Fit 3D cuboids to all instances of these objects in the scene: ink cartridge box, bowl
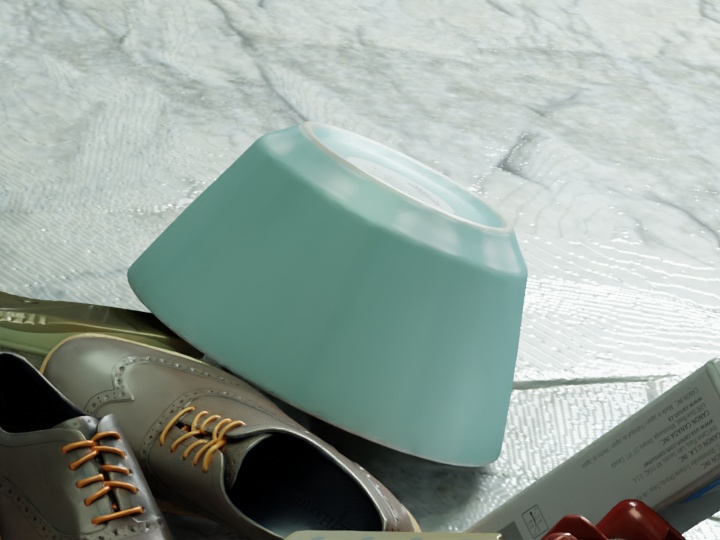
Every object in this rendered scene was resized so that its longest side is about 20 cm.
[{"bbox_3d":[0.155,0.080,1.238,0.176,0.200,0.045,-15,73,-41],"label":"ink cartridge box"},{"bbox_3d":[0.000,0.000,1.362,0.201,0.105,0.201,26,12,-6],"label":"bowl"}]

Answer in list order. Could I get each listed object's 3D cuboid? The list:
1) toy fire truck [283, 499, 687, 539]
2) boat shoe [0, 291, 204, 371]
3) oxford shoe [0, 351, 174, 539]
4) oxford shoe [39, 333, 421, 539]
[{"bbox_3d":[0.080,0.134,1.083,0.200,0.129,0.176,44,3,4],"label":"toy fire truck"},{"bbox_3d":[-0.174,0.043,1.333,0.200,0.063,0.073,8,10,0],"label":"boat shoe"},{"bbox_3d":[-0.118,0.104,1.201,0.071,0.073,0.200,-9,32,-37],"label":"oxford shoe"},{"bbox_3d":[-0.059,0.076,1.243,0.200,0.073,0.071,27,73,18],"label":"oxford shoe"}]
